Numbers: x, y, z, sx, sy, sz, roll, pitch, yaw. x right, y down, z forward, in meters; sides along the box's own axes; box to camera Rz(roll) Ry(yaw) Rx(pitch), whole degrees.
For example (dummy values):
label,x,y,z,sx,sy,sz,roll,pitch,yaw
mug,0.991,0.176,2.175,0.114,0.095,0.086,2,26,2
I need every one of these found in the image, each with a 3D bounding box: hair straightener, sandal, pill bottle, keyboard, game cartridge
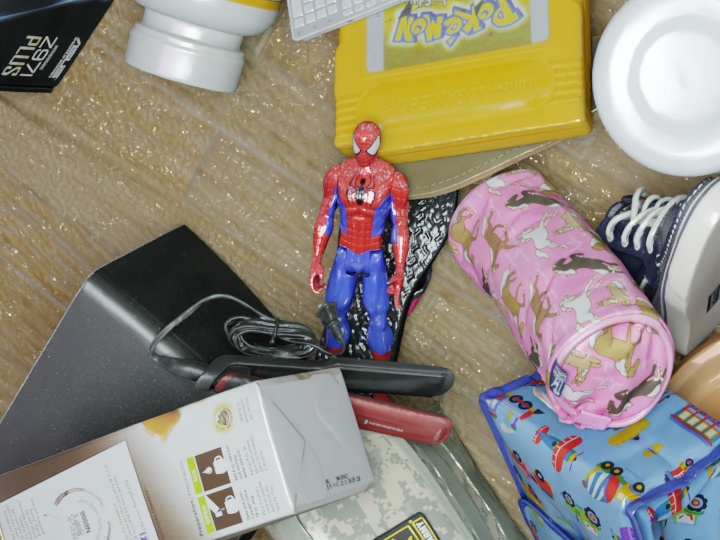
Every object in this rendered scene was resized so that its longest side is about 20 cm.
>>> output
label,x,y,z,sx,sy,sz,roll,pitch,yaw
hair straightener,-0.036,0.058,1.104,0.198,0.041,0.077,9,58,-2
sandal,0.014,0.007,1.207,0.075,0.045,0.202,19,93,11
pill bottle,0.215,-0.114,1.035,0.111,0.200,0.113,2,95,21
pill bottle,-0.101,-0.232,1.202,0.112,0.113,0.202,20,101,19
keyboard,0.040,-0.210,1.147,0.199,0.011,0.057,-19,66,18
sandal,0.093,-0.088,1.158,0.210,0.070,0.078,-20,64,16
game cartridge,0.066,-0.174,1.144,0.175,0.032,0.202,-8,68,22

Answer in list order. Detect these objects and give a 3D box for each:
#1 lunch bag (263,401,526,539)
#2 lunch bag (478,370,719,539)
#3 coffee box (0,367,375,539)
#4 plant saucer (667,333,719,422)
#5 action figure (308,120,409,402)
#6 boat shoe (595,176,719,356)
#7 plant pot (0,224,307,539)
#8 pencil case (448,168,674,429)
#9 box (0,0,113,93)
label,x,y,z,sx,sy,sz,roll,pitch,yaw
lunch bag,0.027,0.190,1.138,0.117,0.200,0.165,-37,80,21
lunch bag,0.167,0.168,1.097,0.150,0.094,0.201,35,146,48
coffee box,-0.108,0.128,1.031,0.199,0.114,0.080,-21,82,23
plant saucer,0.277,0.130,1.100,0.198,0.032,0.202,3,104,12
action figure,0.000,0.000,1.134,0.065,0.052,0.202,7,107,12
boat shoe,0.187,-0.019,1.067,0.093,0.200,0.075,41,74,21
plant pot,-0.134,0.113,1.210,0.177,0.199,0.201,36,106,5
pencil case,0.122,0.014,1.078,0.086,0.200,0.083,-23,126,-3
box,-0.240,-0.232,1.231,0.086,0.164,0.200,41,107,14
